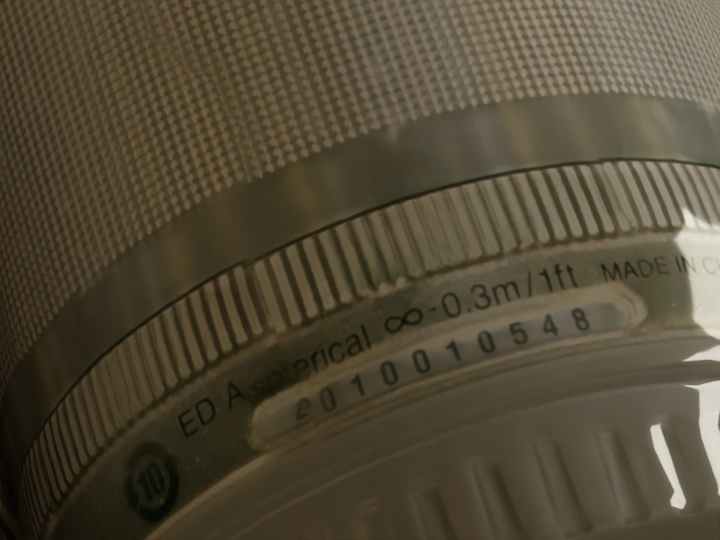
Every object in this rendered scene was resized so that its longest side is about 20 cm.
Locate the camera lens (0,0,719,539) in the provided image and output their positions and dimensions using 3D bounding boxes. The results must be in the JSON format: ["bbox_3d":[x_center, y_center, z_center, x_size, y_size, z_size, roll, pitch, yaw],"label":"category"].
[{"bbox_3d":[0.003,-0.005,0.556,0.160,0.160,0.200,62,7,-61],"label":"camera lens"}]
